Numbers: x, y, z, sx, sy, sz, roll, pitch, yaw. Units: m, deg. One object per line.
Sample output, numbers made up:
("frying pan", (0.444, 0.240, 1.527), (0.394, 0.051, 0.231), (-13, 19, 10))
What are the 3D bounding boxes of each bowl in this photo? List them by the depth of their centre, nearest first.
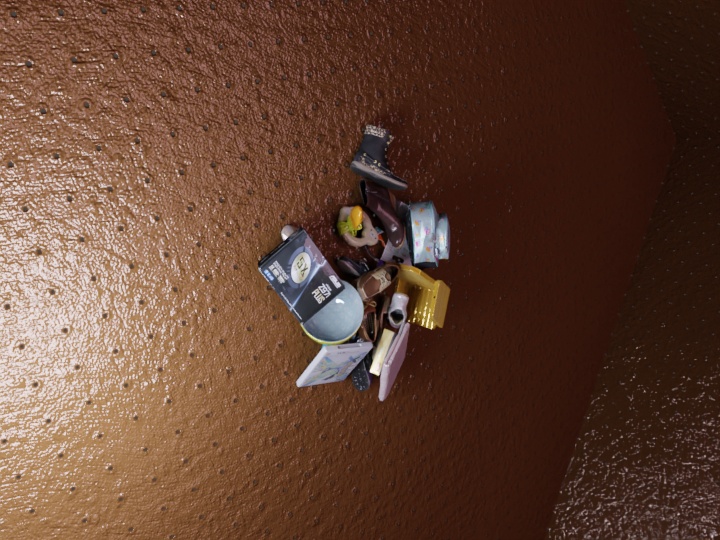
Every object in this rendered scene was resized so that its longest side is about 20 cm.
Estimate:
("bowl", (-0.089, 0.137, 1.601), (0.201, 0.198, 0.108), (-49, 167, -23))

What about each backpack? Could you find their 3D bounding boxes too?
("backpack", (0.216, -0.125, 1.739), (0.176, 0.148, 0.207), (-70, 147, -69))

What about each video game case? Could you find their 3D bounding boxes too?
("video game case", (-0.078, 0.285, 1.621), (0.178, 0.022, 0.201), (0, 141, -39))

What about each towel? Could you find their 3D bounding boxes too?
("towel", (0.108, 0.295, 1.745), (0.204, 0.031, 0.193), (92, 22, -46))

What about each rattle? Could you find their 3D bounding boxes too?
("rattle", (0.036, -0.141, 1.647), (0.196, 0.143, 0.133), (23, 44, -26))

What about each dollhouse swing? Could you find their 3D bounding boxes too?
("dollhouse swing", (0.164, 0.082, 1.772), (0.172, 0.197, 0.189), (11, 91, -42))

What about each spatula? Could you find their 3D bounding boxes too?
("spatula", (0.033, -0.057, 1.725), (0.203, 0.020, 0.057), (58, 30, -15))

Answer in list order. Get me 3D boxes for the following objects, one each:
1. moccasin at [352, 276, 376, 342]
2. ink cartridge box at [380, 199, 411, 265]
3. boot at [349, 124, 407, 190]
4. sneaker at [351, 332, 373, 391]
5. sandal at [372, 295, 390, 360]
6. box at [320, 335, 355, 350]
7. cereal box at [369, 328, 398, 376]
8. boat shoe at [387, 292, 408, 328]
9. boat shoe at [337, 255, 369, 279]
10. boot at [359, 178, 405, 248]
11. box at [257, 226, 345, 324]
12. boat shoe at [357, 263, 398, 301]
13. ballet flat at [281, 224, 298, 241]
("moccasin", (0.015, 0.122, 1.659), (0.072, 0.077, 0.209), (-9, 102, -28))
("ink cartridge box", (0.142, -0.118, 1.830), (0.159, 0.050, 0.206), (19, 93, -42))
("boot", (0.075, -0.350, 1.673), (0.194, 0.073, 0.156), (20, 81, -12))
("sneaker", (0.001, 0.285, 1.766), (0.087, 0.073, 0.208), (-20, 106, -68))
("sandal", (0.040, 0.183, 1.785), (0.067, 0.078, 0.219), (16, 77, -9))
("box", (-0.054, 0.186, 1.696), (0.081, 0.048, 0.206), (27, 80, -41))
("cereal box", (0.088, 0.278, 1.783), (0.200, 0.038, 0.148), (42, 67, -73))
("boat shoe", (0.119, 0.150, 1.780), (0.202, 0.068, 0.071), (89, 14, -58))
("boat shoe", (0.000, 0.000, 1.695), (0.199, 0.074, 0.063), (39, 75, -40))
("boot", (0.064, -0.177, 1.683), (0.164, 0.071, 0.207), (16, 56, -48))
("box", (-0.162, 0.014, 1.476), (0.162, 0.086, 0.202), (-37, 106, -4))
("boat shoe", (0.057, 0.025, 1.631), (0.077, 0.072, 0.200), (63, 35, -10))
("ballet flat", (-0.153, -0.053, 1.552), (0.069, 0.066, 0.202), (-54, 127, -24))
